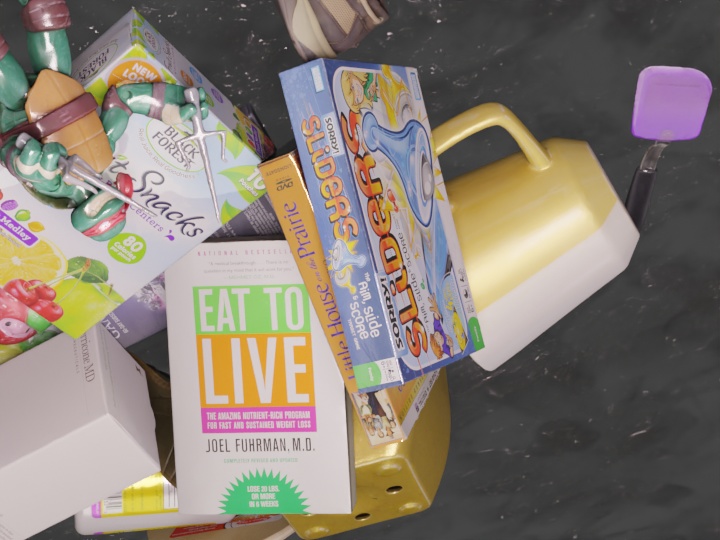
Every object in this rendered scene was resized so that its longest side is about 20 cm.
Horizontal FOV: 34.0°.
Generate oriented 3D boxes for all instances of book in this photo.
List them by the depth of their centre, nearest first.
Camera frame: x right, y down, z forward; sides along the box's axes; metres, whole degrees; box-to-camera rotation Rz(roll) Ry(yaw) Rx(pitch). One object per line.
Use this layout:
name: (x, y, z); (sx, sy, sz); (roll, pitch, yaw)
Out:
book: (-0.074, 0.076, 0.864); (0.132, 0.203, 0.048); (-2, -173, 6)

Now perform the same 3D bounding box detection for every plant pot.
plant pot: (-0.022, 0.105, 0.985); (0.192, 0.202, 0.196); (-15, 146, 6)

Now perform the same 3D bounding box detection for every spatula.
spatula: (0.233, -0.087, 0.940); (0.056, 0.021, 0.201); (3, 148, 2)

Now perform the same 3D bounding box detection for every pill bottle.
pill bottle: (-0.182, 0.200, 1.160); (0.198, 0.105, 0.105); (-2, 145, -14)

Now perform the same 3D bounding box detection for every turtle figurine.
turtle figurine: (-0.166, -0.087, 0.665); (0.100, 0.150, 0.201); (-18, 109, 29)

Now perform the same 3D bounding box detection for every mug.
mug: (0.122, -0.028, 0.888); (0.152, 0.151, 0.186); (-30, 161, 13)

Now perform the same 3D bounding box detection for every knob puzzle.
knob puzzle: (-0.124, 0.260, 1.190); (0.217, 0.220, 0.031); (-15, 102, 5)

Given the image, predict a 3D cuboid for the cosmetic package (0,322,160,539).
cosmetic package: (-0.261, 0.136, 0.895); (0.199, 0.108, 0.085); (-29, 134, 4)

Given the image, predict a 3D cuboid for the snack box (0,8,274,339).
snack box: (-0.174, -0.058, 0.792); (0.199, 0.053, 0.142); (-36, 129, 16)

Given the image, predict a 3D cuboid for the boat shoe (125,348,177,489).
boat shoe: (-0.157, 0.133, 1.023); (0.072, 0.200, 0.066); (-58, 151, 3)

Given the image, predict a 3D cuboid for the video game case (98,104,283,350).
video game case: (-0.138, -0.025, 0.880); (0.198, 0.019, 0.143); (-25, 132, 6)

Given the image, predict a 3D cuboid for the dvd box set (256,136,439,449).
dvd box set: (0.000, 0.000, 0.804); (0.029, 0.146, 0.202); (-17, 102, 20)

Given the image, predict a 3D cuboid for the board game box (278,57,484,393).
board game box: (0.018, -0.033, 0.763); (0.034, 0.202, 0.135); (-14, 180, 29)

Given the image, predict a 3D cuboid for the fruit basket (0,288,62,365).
fruit basket: (-0.294, 0.051, 0.927); (0.184, 0.094, 0.200); (18, 133, -36)

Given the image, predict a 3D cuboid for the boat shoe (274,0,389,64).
boat shoe: (-0.031, -0.200, 0.674); (0.073, 0.075, 0.200); (-25, 153, 2)
